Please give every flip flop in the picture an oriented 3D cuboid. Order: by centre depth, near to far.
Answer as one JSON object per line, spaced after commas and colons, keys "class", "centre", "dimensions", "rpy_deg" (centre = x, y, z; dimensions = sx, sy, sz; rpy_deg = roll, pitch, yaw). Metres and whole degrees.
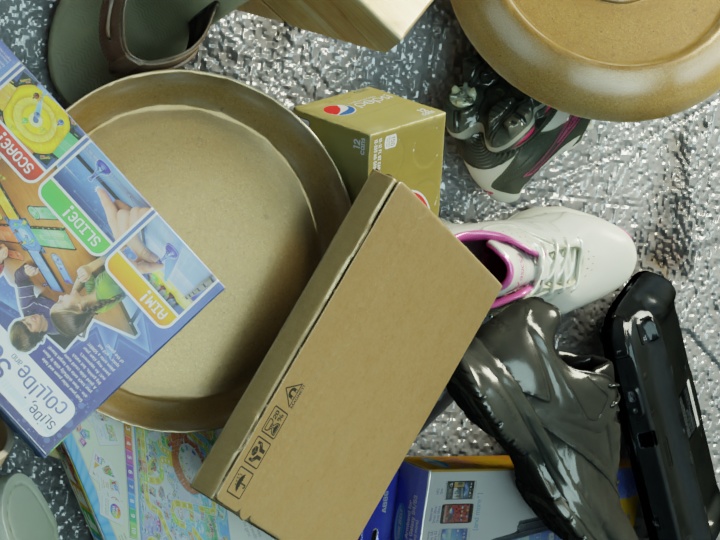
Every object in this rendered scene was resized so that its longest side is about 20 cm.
{"class": "flip flop", "centre": [-0.108, -0.144, 1.318], "dimensions": [0.081, 0.200, 0.058], "rpy_deg": [44, 40, -19]}

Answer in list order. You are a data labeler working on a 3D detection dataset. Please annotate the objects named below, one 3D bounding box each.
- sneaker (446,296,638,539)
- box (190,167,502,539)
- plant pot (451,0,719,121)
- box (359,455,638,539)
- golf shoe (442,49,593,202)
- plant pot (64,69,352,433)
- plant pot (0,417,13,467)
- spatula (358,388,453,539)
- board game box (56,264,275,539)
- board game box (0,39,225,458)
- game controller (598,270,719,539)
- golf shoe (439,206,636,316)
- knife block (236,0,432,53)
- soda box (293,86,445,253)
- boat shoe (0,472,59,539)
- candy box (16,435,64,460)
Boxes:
{"class": "sneaker", "centre": [0.130, 0.102, 1.466], "dimensions": [0.091, 0.076, 0.200], "rpy_deg": [-40, 120, -11]}
{"class": "box", "centre": [-0.003, 0.062, 1.339], "dimensions": [0.200, 0.021, 0.163], "rpy_deg": [-60, 148, -8]}
{"class": "plant pot", "centre": [0.152, -0.186, 1.452], "dimensions": [0.200, 0.027, 0.200], "rpy_deg": [4, 67, -8]}
{"class": "box", "centre": [0.088, 0.179, 1.527], "dimensions": [0.200, 0.041, 0.119], "rpy_deg": [1, 99, -36]}
{"class": "golf shoe", "centre": [0.127, -0.132, 1.497], "dimensions": [0.200, 0.077, 0.088], "rpy_deg": [-46, 145, -20]}
{"class": "plant pot", "centre": [-0.101, -0.010, 1.323], "dimensions": [0.200, 0.027, 0.200], "rpy_deg": [1, 87, -15]}
{"class": "plant pot", "centre": [-0.309, 0.146, 1.276], "dimensions": [0.187, 0.187, 0.200], "rpy_deg": [17, 105, -28]}
{"class": "spatula", "centre": [0.017, 0.116, 1.504], "dimensions": [0.200, 0.021, 0.057], "rpy_deg": [-49, 115, -11]}
{"class": "board game box", "centre": [-0.098, 0.111, 1.376], "dimensions": [0.134, 0.034, 0.200], "rpy_deg": [-25, 108, -17]}
{"class": "board game box", "centre": [-0.188, -0.018, 1.268], "dimensions": [0.135, 0.034, 0.200], "rpy_deg": [-43, 97, -13]}
{"class": "game controller", "centre": [0.199, 0.103, 1.559], "dimensions": [0.042, 0.104, 0.200], "rpy_deg": [-8, 110, 19]}
{"class": "golf shoe", "centre": [0.096, 0.001, 1.485], "dimensions": [0.200, 0.091, 0.075], "rpy_deg": [-4, 100, -27]}
{"class": "knife block", "centre": [-0.058, -0.222, 1.321], "dimensions": [0.064, 0.200, 0.176], "rpy_deg": [-53, 147, -29]}
{"class": "soda box", "centre": [0.000, 0.000, 1.397], "dimensions": [0.068, 0.064, 0.200], "rpy_deg": [-19, 122, -44]}
{"class": "boat shoe", "centre": [-0.194, 0.204, 1.394], "dimensions": [0.060, 0.072, 0.202], "rpy_deg": [-9, 122, 16]}
{"class": "candy box", "centre": [-0.109, 0.027, 1.406], "dimensions": [0.115, 0.055, 0.200], "rpy_deg": [22, 88, -28]}
